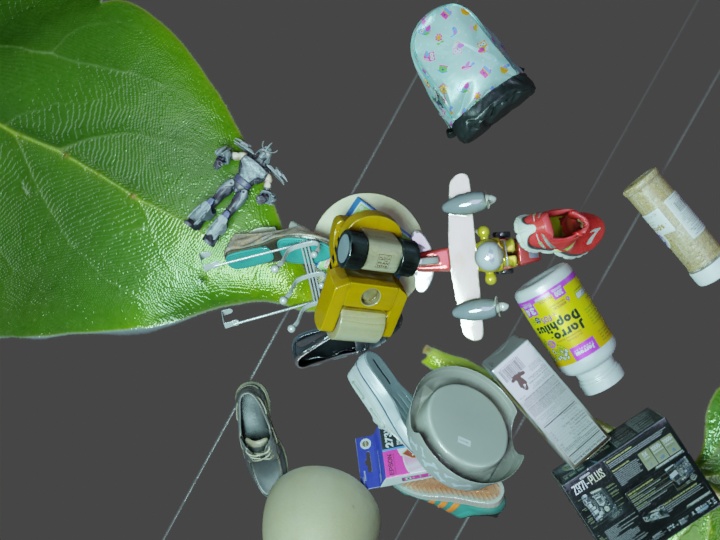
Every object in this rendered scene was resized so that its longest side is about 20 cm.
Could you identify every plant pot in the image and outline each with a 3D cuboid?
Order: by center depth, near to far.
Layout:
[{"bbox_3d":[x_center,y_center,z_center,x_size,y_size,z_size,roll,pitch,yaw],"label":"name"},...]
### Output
[{"bbox_3d":[-0.072,0.438,1.164,0.197,0.135,0.203,3,112,8],"label":"plant pot"}]

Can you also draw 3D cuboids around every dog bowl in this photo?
[{"bbox_3d":[0.161,0.252,1.151,0.199,0.201,0.059,32,134,3],"label":"dog bowl"}]

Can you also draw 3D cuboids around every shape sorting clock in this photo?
[{"bbox_3d":[0.012,-0.029,1.232,0.197,0.039,0.203,1,100,6],"label":"shape sorting clock"}]

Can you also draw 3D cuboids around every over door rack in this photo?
[{"bbox_3d":[-0.152,0.033,1.195,0.197,0.067,0.149,-7,131,3],"label":"over door rack"}]

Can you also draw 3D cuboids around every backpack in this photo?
[{"bbox_3d":[0.169,-0.330,1.177,0.166,0.127,0.201,-35,85,7],"label":"backpack"}]

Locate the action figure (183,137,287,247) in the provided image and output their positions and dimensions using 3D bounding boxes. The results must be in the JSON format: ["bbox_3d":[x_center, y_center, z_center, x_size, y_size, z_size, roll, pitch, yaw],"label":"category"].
[{"bbox_3d":[-0.209,-0.137,1.234,0.130,0.069,0.201,39,90,8],"label":"action figure"}]

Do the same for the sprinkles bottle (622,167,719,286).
[{"bbox_3d":[0.516,-0.072,1.184,0.068,0.068,0.201,-39,87,3],"label":"sprinkles bottle"}]

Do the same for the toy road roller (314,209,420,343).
[{"bbox_3d":[0.000,0.000,1.149,0.121,0.146,0.202,7,118,-23],"label":"toy road roller"}]

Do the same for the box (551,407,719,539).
[{"bbox_3d":[0.442,0.352,1.183,0.199,0.086,0.165,-35,88,3],"label":"box"}]

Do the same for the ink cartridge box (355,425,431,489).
[{"bbox_3d":[0.090,0.297,1.210,0.197,0.037,0.096,-14,51,5],"label":"ink cartridge box"}]

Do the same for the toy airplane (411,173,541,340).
[{"bbox_3d":[0.174,-0.022,1.152,0.200,0.141,0.200,41,82,-8],"label":"toy airplane"}]

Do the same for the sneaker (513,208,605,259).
[{"bbox_3d":[0.332,-0.062,1.149,0.198,0.085,0.078,-5,81,-37],"label":"sneaker"}]

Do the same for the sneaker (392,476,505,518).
[{"bbox_3d":[0.142,0.371,1.211,0.197,0.072,0.081,8,135,22],"label":"sneaker"}]

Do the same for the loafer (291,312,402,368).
[{"bbox_3d":[-0.021,0.118,1.217,0.197,0.063,0.073,-19,114,7],"label":"loafer"}]

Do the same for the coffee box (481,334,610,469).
[{"bbox_3d":[0.295,0.208,1.179,0.080,0.114,0.201,-40,89,1],"label":"coffee box"}]

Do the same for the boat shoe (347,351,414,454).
[{"bbox_3d":[0.051,0.231,1.210,0.067,0.073,0.201,-48,62,31],"label":"boat shoe"}]

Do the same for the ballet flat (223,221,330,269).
[{"bbox_3d":[-0.135,-0.049,1.223,0.197,0.069,0.068,-3,46,11],"label":"ballet flat"}]

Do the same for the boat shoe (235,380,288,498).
[{"bbox_3d":[-0.175,0.291,1.231,0.074,0.073,0.203,-17,89,4],"label":"boat shoe"}]

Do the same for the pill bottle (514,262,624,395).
[{"bbox_3d":[0.342,0.096,1.179,0.104,0.104,0.201,-32,88,3],"label":"pill bottle"}]
